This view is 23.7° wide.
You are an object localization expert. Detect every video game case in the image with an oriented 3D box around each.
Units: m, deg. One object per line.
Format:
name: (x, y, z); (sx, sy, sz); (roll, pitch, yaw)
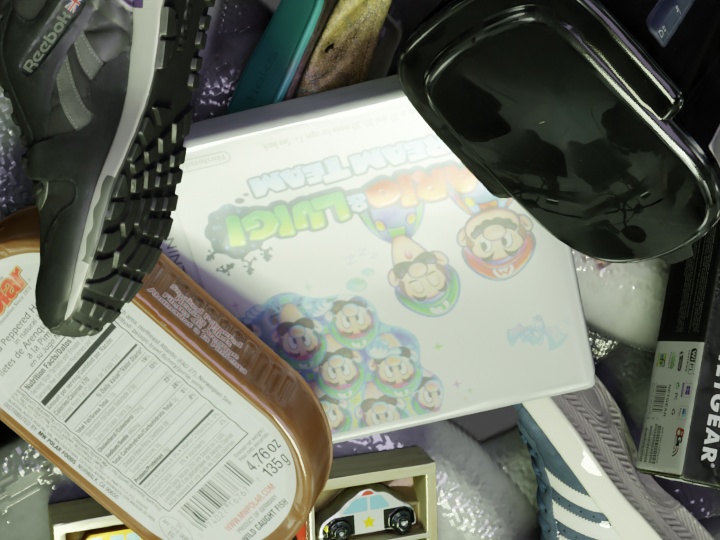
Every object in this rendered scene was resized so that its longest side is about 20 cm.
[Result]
video game case: (0.000, 0.000, 0.805); (0.198, 0.024, 0.183); (-13, 122, 5)

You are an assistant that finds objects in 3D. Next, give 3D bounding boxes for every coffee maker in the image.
coffee maker: (0.103, -0.130, 0.712); (0.191, 0.135, 0.200); (33, 55, 7)

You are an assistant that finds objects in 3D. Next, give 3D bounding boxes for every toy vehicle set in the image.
toy vehicle set: (-0.057, 0.167, 0.882); (0.198, 0.027, 0.125); (-8, 107, -16)

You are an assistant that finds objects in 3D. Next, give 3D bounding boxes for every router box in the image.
router box: (0.233, 0.021, 0.897); (0.148, 0.051, 0.202); (13, 84, -21)

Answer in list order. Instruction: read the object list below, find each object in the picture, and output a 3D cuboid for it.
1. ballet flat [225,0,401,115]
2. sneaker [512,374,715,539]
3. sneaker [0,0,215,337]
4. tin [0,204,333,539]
ballet flat: (0.000, -0.136, 0.801); (0.070, 0.071, 0.201); (20, 99, -22)
sneaker: (0.113, 0.125, 0.906); (0.084, 0.075, 0.201); (-31, 100, 27)
sneaker: (-0.120, -0.074, 0.729); (0.087, 0.076, 0.202); (12, 86, 13)
tin: (-0.102, 0.055, 0.792); (0.200, 0.042, 0.112); (41, 115, -8)
